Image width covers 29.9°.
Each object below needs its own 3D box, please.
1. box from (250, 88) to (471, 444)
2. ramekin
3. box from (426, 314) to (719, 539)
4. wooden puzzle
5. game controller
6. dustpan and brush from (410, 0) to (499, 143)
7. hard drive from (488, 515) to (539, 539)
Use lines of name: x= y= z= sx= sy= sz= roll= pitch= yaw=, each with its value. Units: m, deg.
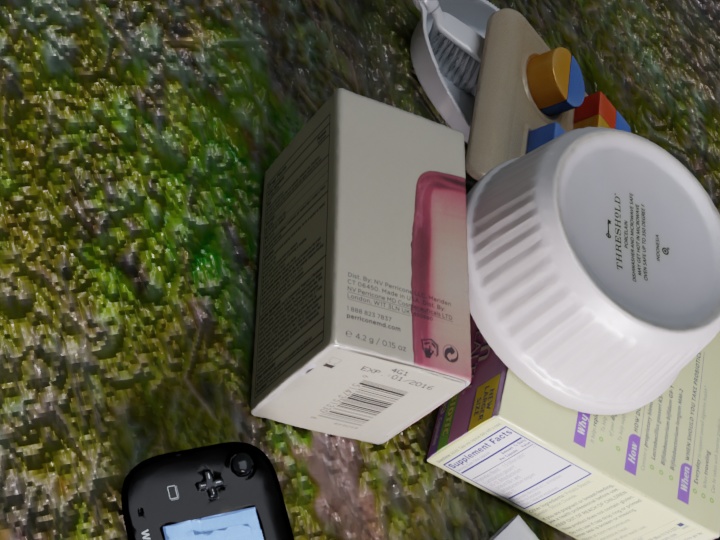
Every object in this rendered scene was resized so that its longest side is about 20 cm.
box: x=0.000 y=0.000 z=0.940 sx=0.108 sy=0.128 sz=0.202 roll=16 pitch=58 yaw=-24
ramekin: x=0.173 y=-0.008 z=0.949 sx=0.201 sy=0.094 sz=0.204 roll=15 pitch=57 yaw=-25
box: x=0.171 y=0.096 z=1.014 sx=0.199 sy=0.097 sz=0.177 roll=29 pitch=53 yaw=-17
wooden puzzle: x=0.174 y=-0.100 z=1.126 sx=0.200 sy=0.046 sz=0.186 roll=38 pitch=49 yaw=-33
game controller: x=-0.082 y=0.206 z=0.830 sx=0.104 sy=0.042 sz=0.202 roll=-4 pitch=66 yaw=-33
dustpan and brush: x=0.071 y=-0.204 z=1.140 sx=0.199 sy=0.057 sz=0.140 roll=36 pitch=51 yaw=-10
hard drive: x=0.131 y=0.283 z=0.918 sx=0.132 sy=0.027 sz=0.200 roll=-33 pitch=79 yaw=-39
